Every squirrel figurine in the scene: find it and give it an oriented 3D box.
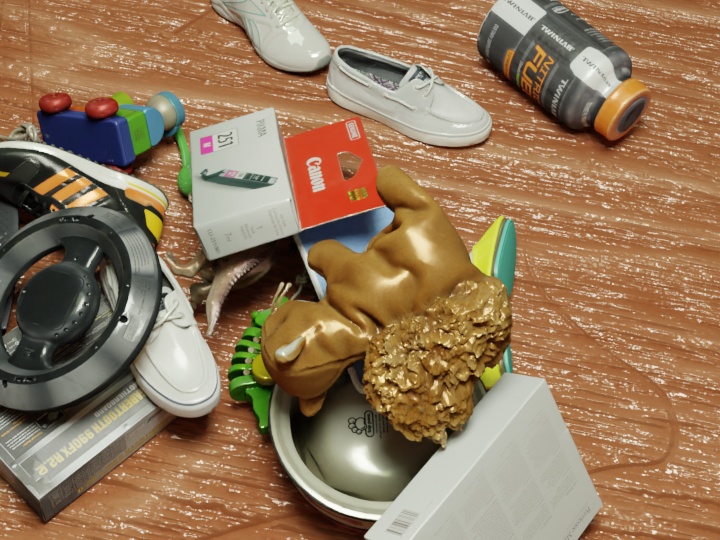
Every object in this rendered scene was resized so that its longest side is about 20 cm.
[{"bbox_3d":[0.017,0.050,0.940,0.186,0.142,0.200,-35,56,-17],"label":"squirrel figurine"}]

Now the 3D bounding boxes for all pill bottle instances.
[{"bbox_3d":[0.237,-0.235,1.304,0.106,0.106,0.200,-33,62,-26],"label":"pill bottle"}]

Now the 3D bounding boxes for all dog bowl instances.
[{"bbox_3d":[0.016,0.147,1.024,0.199,0.074,0.201,2,54,-3],"label":"dog bowl"}]

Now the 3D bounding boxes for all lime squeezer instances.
[{"bbox_3d":[-0.150,-0.087,1.213,0.200,0.038,0.071,35,27,20],"label":"lime squeezer"}]

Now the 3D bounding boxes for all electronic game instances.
[{"bbox_3d":[-0.268,0.032,1.010,0.199,0.042,0.201,-9,61,16],"label":"electronic game"}]

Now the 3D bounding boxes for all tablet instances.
[{"bbox_3d":[0.022,0.011,1.058,0.130,0.014,0.200,-15,64,-17],"label":"tablet"}]

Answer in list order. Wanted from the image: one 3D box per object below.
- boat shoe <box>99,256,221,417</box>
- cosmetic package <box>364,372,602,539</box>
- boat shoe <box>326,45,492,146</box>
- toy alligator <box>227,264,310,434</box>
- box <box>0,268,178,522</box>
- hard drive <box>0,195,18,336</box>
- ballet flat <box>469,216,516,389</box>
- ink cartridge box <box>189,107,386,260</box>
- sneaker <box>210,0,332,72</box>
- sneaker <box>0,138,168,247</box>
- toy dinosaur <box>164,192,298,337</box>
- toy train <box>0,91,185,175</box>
[{"bbox_3d":[-0.188,0.043,1.027,0.073,0.065,0.200,-26,60,-24],"label":"boat shoe"},{"bbox_3d":[0.109,0.207,0.943,0.052,0.151,0.200,3,39,50],"label":"cosmetic package"},{"bbox_3d":[0.057,-0.204,1.288,0.200,0.069,0.072,26,56,14],"label":"boat shoe"},{"bbox_3d":[-0.089,0.064,1.083,0.054,0.059,0.200,10,54,3],"label":"toy alligator"},{"bbox_3d":[-0.261,0.107,1.044,0.158,0.048,0.200,39,59,20],"label":"box"},{"bbox_3d":[-0.405,-0.011,1.121,0.134,0.042,0.200,-4,53,-9],"label":"hard drive"},{"bbox_3d":[0.119,0.029,1.131,0.067,0.067,0.200,-6,53,17],"label":"ballet flat"},{"bbox_3d":[-0.075,-0.099,1.091,0.173,0.044,0.200,-17,33,1],"label":"ink cartridge box"},{"bbox_3d":[-0.111,-0.309,1.345,0.070,0.080,0.200,-35,65,-28],"label":"sneaker"},{"bbox_3d":[-0.294,-0.063,1.131,0.200,0.070,0.090,16,56,-18],"label":"sneaker"},{"bbox_3d":[-0.105,-0.022,1.102,0.135,0.086,0.200,-8,30,12],"label":"toy dinosaur"},{"bbox_3d":[-0.295,-0.162,1.231,0.200,0.085,0.116,11,31,33],"label":"toy train"}]
